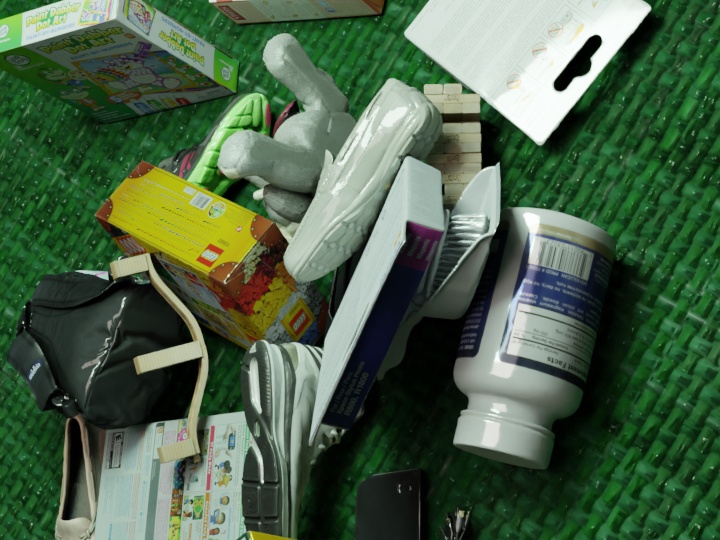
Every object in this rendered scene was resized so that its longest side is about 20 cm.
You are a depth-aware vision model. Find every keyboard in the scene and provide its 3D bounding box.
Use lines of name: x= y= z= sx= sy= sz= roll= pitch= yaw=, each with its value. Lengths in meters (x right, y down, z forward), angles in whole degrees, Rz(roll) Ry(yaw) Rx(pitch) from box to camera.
keyboard: x=0.045 y=0.271 z=1.291 sx=0.126 sy=0.021 sz=0.202 roll=-14 pitch=66 yaw=37

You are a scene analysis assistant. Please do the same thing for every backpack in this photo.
backpack: x=-0.269 y=0.077 z=1.504 sx=0.199 sy=0.126 sz=0.168 roll=11 pitch=69 yaw=53

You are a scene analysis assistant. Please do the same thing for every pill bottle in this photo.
pill bottle: x=0.140 y=0.058 z=1.246 sx=0.110 sy=0.111 sz=0.202 roll=7 pitch=76 yaw=37

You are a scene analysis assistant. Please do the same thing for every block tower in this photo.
block tower: x=0.084 y=-0.069 z=1.359 sx=0.053 sy=0.058 sz=0.202 roll=-1 pitch=70 yaw=4

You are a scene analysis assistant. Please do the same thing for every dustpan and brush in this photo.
dustpan and brush: x=0.063 y=0.014 z=1.260 sx=0.140 sy=0.057 sz=0.202 roll=-79 pitch=5 yaw=-63

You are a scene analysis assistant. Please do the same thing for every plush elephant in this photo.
plush elephant: x=-0.063 y=-0.100 z=1.436 sx=0.154 sy=0.199 sz=0.166 roll=-29 pitch=41 yaw=49

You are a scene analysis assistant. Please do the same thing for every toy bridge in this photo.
toy bridge: x=-0.178 y=0.082 z=1.400 sx=0.027 sy=0.067 sz=0.202 roll=155 pitch=101 yaw=-70

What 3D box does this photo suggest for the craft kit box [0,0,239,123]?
craft kit box: x=-0.266 y=-0.226 z=1.590 sx=0.198 sy=0.197 sz=0.049 roll=-8 pitch=66 yaw=33

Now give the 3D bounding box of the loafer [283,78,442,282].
loafer: x=-0.007 y=-0.079 z=1.333 sx=0.070 sy=0.070 sz=0.201 roll=42 pitch=99 yaw=27

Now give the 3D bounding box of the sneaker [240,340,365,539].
sneaker: x=-0.043 y=0.164 z=1.340 sx=0.075 sy=0.114 sz=0.203 roll=-11 pitch=79 yaw=59

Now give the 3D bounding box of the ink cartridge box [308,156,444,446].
ink cartridge box: x=0.016 y=0.027 z=1.246 sx=0.200 sy=0.043 sz=0.198 roll=-86 pitch=19 yaw=-66

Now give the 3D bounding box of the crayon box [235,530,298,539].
crayon box: x=-0.022 y=0.320 z=1.198 sx=0.058 sy=0.172 sz=0.201 roll=-39 pitch=53 yaw=24

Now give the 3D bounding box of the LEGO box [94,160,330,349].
LEGO box: x=-0.141 y=-0.005 z=1.437 sx=0.199 sy=0.149 sz=0.077 roll=25 pitch=67 yaw=39

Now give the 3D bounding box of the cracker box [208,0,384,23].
cracker box: x=-0.057 y=-0.337 z=1.573 sx=0.198 sy=0.058 sz=0.135 roll=3 pitch=73 yaw=37

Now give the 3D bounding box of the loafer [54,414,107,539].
loafer: x=-0.283 y=0.243 z=1.507 sx=0.071 sy=0.063 sz=0.202 roll=-11 pitch=66 yaw=31

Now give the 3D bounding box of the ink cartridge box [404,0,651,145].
ink cartridge box: x=0.159 y=-0.227 z=1.394 sx=0.200 sy=0.050 sz=0.163 roll=44 pitch=99 yaw=30

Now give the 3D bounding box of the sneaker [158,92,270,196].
sneaker: x=-0.169 y=-0.109 z=1.554 sx=0.201 sy=0.077 sz=0.084 roll=-51 pitch=56 yaw=7

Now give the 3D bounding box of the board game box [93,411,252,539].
board game box: x=-0.160 y=0.219 z=1.429 sx=0.198 sy=0.064 sz=0.149 roll=-10 pitch=68 yaw=34

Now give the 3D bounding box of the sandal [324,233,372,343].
sandal: x=0.000 y=-0.001 z=1.382 sx=0.076 sy=0.043 sz=0.202 roll=32 pitch=112 yaw=49
